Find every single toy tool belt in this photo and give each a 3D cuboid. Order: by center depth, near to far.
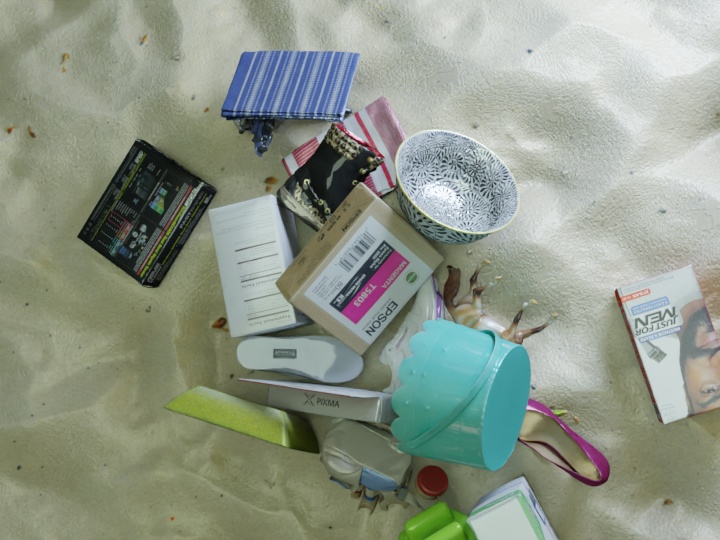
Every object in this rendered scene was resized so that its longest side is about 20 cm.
[{"bbox_3d":[0.031,0.304,1.343,0.199,0.123,0.125,23,55,9],"label":"toy tool belt"}]

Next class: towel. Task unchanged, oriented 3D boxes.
[{"bbox_3d":[-0.108,-0.284,1.372,0.198,0.024,0.146,4,56,13],"label":"towel"},{"bbox_3d":[-0.015,-0.169,1.426,0.199,0.023,0.145,-29,78,10],"label":"towel"}]

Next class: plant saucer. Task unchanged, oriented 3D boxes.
[{"bbox_3d":[-0.168,0.222,1.345,0.198,0.200,0.048,15,79,15],"label":"plant saucer"}]

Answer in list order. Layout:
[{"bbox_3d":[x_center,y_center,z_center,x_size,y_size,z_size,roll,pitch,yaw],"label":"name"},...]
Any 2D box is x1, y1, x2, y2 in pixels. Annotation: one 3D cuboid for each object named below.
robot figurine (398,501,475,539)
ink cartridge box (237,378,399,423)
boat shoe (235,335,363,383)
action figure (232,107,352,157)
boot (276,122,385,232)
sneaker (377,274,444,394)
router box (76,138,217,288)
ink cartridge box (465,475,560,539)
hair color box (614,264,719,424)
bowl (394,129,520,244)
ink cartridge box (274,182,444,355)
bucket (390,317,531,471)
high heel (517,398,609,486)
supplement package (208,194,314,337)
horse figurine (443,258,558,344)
[{"bbox_3d":[0.127,0.420,1.257,0.115,0.201,0.176,-30,37,-10],"label":"robot figurine"},{"bbox_3d":[-0.055,0.191,1.305,0.198,0.173,0.044,4,86,30],"label":"ink cartridge box"},{"bbox_3d":[-0.093,0.139,1.398,0.198,0.070,0.072,3,82,3],"label":"boat shoe"},{"bbox_3d":[-0.119,-0.250,1.420,0.192,0.105,0.202,-10,59,18],"label":"action figure"},{"bbox_3d":[-0.012,-0.116,1.369,0.199,0.073,0.151,36,104,0],"label":"boot"},{"bbox_3d":[0.077,0.103,1.353,0.099,0.075,0.202,5,87,13],"label":"sneaker"},{"bbox_3d":[-0.355,-0.095,1.484,0.149,0.062,0.201,34,94,15],"label":"router box"},{"bbox_3d":[0.223,0.377,1.231,0.087,0.200,0.146,-29,78,7],"label":"ink cartridge box"},{"bbox_3d":[0.448,0.105,1.267,0.110,0.064,0.202,-19,82,11],"label":"hair color box"},{"bbox_3d":[0.129,-0.106,1.331,0.199,0.094,0.202,11,51,-14],"label":"bowl"},{"bbox_3d":[0.000,0.000,1.319,0.200,0.164,0.075,-50,32,4],"label":"ink cartridge box"},{"bbox_3d":[0.146,0.176,1.249,0.134,0.207,0.209,10,88,29],"label":"bucket"},{"bbox_3d":[0.270,0.238,1.282,0.199,0.096,0.068,27,93,15],"label":"high heel"},{"bbox_3d":[-0.154,-0.003,1.400,0.109,0.114,0.202,-13,83,11],"label":"supplement package"},{"bbox_3d":[0.196,0.073,1.333,0.199,0.050,0.133,38,112,6],"label":"horse figurine"}]
